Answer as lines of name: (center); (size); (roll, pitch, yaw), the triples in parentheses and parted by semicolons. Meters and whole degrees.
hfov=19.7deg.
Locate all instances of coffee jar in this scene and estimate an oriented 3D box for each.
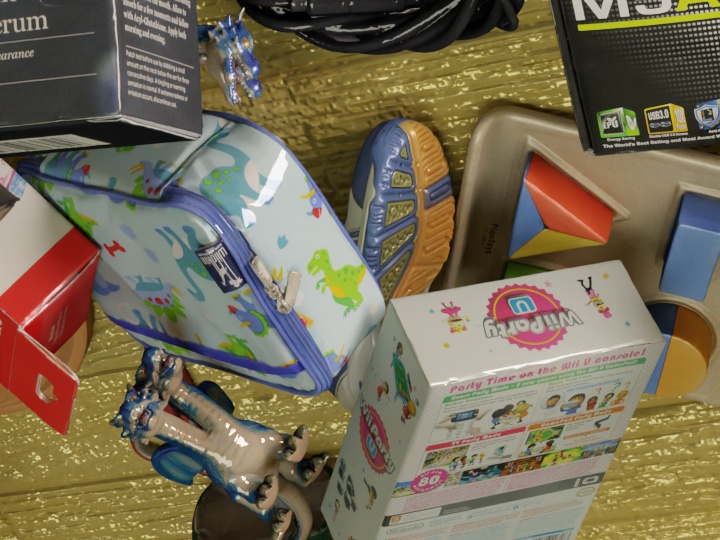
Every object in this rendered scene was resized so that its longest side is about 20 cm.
coffee jar: (-0.037, 0.225, 1.416); (0.103, 0.086, 0.201); (-12, 130, 12)

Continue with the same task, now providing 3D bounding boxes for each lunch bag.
lunch bag: (-0.088, -0.012, 1.152); (0.199, 0.083, 0.161); (15, 146, 46)

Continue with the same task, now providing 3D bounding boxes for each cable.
cable: (-0.004, -0.171, 1.058); (0.199, 0.051, 0.163); (35, 131, -20)

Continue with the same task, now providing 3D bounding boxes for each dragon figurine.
dragon figurine: (-0.135, -0.143, 1.096); (0.200, 0.099, 0.059); (45, 154, 23)
dragon figurine: (-0.077, 0.102, 1.178); (0.099, 0.059, 0.200); (28, 168, 19)

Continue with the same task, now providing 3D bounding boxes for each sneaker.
sneaker: (0.000, 0.000, 1.203); (0.088, 0.075, 0.202); (27, 126, 37)

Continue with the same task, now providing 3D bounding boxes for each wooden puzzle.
wooden puzzle: (0.149, 0.004, 1.193); (0.198, 0.047, 0.186); (11, 134, 2)

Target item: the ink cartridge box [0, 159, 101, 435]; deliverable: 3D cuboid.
ink cartridge box: (-0.214, -0.009, 1.172); (0.200, 0.067, 0.116); (43, 157, 5)

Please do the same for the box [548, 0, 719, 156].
box: (0.192, -0.150, 1.036); (0.198, 0.048, 0.194); (-4, 135, 15)

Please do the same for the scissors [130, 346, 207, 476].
scissors: (-0.119, 0.061, 1.334); (0.072, 0.014, 0.201); (7, 133, 9)

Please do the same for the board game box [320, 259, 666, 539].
board game box: (0.071, 0.091, 1.183); (0.146, 0.065, 0.201); (-9, 143, -22)

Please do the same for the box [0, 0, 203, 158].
box: (-0.165, -0.159, 0.993); (0.147, 0.202, 0.107); (-5, 177, 17)

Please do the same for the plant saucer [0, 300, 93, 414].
plant saucer: (-0.269, 0.022, 1.316); (0.198, 0.032, 0.201); (6, 134, 6)
